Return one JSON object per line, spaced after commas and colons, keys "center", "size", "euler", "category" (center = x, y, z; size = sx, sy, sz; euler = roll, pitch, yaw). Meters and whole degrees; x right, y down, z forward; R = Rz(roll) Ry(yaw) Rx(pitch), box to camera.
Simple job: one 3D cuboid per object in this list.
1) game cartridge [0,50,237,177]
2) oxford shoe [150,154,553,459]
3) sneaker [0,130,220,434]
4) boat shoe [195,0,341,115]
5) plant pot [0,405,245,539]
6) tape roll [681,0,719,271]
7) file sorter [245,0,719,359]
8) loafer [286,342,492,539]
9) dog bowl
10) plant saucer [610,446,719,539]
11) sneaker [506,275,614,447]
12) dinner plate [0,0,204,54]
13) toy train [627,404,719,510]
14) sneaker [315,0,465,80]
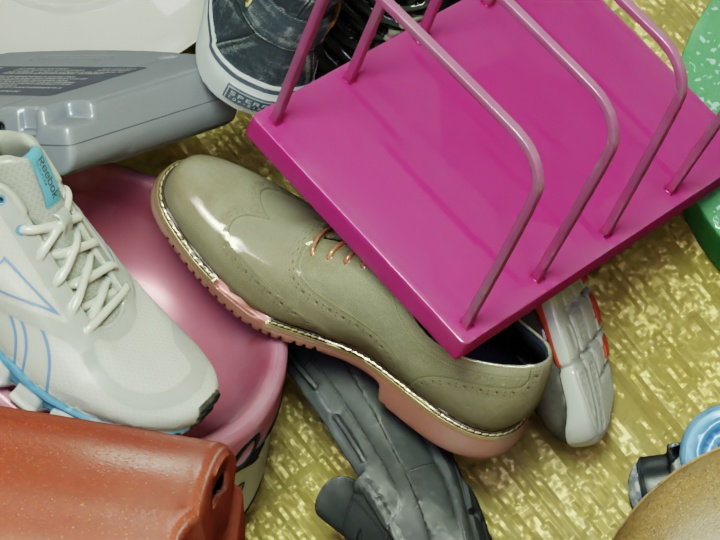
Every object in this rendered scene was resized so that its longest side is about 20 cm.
{"center": [-0.161, -0.074, 1.255], "size": [0.200, 0.133, 0.041], "euler": [4, 111, 38], "category": "game cartridge"}
{"center": [0.000, 0.000, 1.205], "size": [0.200, 0.074, 0.071], "euler": [32, 50, 2], "category": "oxford shoe"}
{"center": [-0.138, -0.008, 1.129], "size": [0.200, 0.087, 0.075], "euler": [36, 42, 0], "category": "sneaker"}
{"center": [-0.032, -0.166, 1.242], "size": [0.071, 0.091, 0.200], "euler": [16, 43, -21], "category": "boat shoe"}
{"center": [-0.152, 0.133, 1.071], "size": [0.195, 0.201, 0.201], "euler": [3, 72, 6], "category": "plant pot"}
{"center": [0.247, -0.066, 1.284], "size": [0.200, 0.048, 0.200], "euler": [-2, 71, 5], "category": "tape roll"}
{"center": [0.082, -0.088, 1.172], "size": [0.200, 0.125, 0.139], "euler": [-32, 71, -36], "category": "file sorter"}
{"center": [0.015, 0.104, 1.237], "size": [0.070, 0.068, 0.201], "euler": [-23, 65, 3], "category": "loafer"}
{"center": [-0.121, 0.035, 1.215], "size": [0.200, 0.074, 0.200], "euler": [15, 48, -17], "category": "dog bowl"}
{"center": [0.194, 0.166, 1.159], "size": [0.200, 0.035, 0.200], "euler": [2, 106, 8], "category": "plant saucer"}
{"center": [0.051, -0.002, 1.270], "size": [0.082, 0.077, 0.200], "euler": [-27, 81, 17], "category": "sneaker"}
{"center": [-0.136, -0.189, 1.352], "size": [0.200, 0.024, 0.200], "euler": [-4, 74, 15], "category": "dinner plate"}
{"center": [0.222, 0.111, 1.208], "size": [0.200, 0.087, 0.114], "euler": [-8, 79, 4], "category": "toy train"}
{"center": [0.016, -0.140, 1.271], "size": [0.080, 0.086, 0.200], "euler": [37, 108, 1], "category": "sneaker"}
